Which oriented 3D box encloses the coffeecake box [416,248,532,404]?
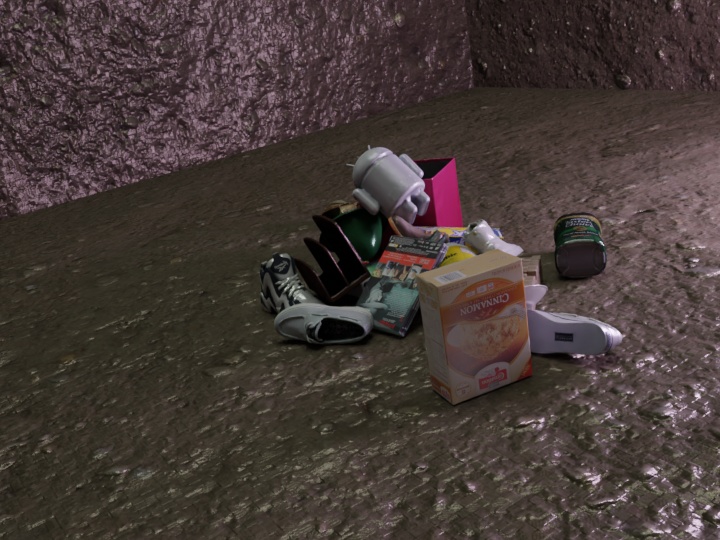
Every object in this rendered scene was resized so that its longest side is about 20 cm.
[{"bbox_3d":[0.182,0.087,1.276,0.152,0.202,0.073,-17,21,-19],"label":"coffeecake box"}]

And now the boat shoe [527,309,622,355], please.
[{"bbox_3d":[0.341,0.108,1.360,0.065,0.074,0.199,1,8,-41],"label":"boat shoe"}]

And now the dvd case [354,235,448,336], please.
[{"bbox_3d":[0.073,0.026,1.592,0.145,0.022,0.201,10,65,46],"label":"dvd case"}]

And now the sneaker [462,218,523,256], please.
[{"bbox_3d":[0.275,-0.059,1.694,0.074,0.116,0.200,-42,-10,11],"label":"sneaker"}]

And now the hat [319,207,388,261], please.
[{"bbox_3d":[0.013,-0.026,1.799,0.164,0.200,0.177,-5,60,-26],"label":"hat"}]

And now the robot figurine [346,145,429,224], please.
[{"bbox_3d":[0.062,-0.191,1.780,0.200,0.113,0.169,43,62,15],"label":"robot figurine"}]

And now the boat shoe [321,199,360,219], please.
[{"bbox_3d":[-0.027,-0.157,2.257,0.199,0.076,0.074,-4,24,40],"label":"boat shoe"}]

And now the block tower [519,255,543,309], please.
[{"bbox_3d":[0.319,0.030,1.587,0.057,0.055,0.200,-1,20,20],"label":"block tower"}]

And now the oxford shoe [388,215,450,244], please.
[{"bbox_3d":[0.146,-0.065,1.725,0.073,0.199,0.071,-49,18,18],"label":"oxford shoe"}]

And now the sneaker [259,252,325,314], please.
[{"bbox_3d":[-0.151,0.029,1.702,0.079,0.131,0.198,-23,23,-29],"label":"sneaker"}]

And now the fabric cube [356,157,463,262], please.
[{"bbox_3d":[0.123,-0.146,1.955,0.198,0.201,0.196,-1,22,23],"label":"fabric cube"}]

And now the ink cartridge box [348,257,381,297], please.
[{"bbox_3d":[0.000,0.000,1.837,0.160,0.051,0.199,-24,26,-35],"label":"ink cartridge box"}]

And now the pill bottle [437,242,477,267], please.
[{"bbox_3d":[0.194,0.013,1.609,0.110,0.112,0.200,-9,19,1],"label":"pill bottle"}]

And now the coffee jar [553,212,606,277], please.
[{"bbox_3d":[0.462,-0.058,1.716,0.103,0.086,0.200,-5,20,14],"label":"coffee jar"}]

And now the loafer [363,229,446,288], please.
[{"bbox_3d":[0.090,-0.016,1.661,0.200,0.063,0.072,-47,1,3],"label":"loafer"}]

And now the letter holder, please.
[{"bbox_3d":[-0.081,-0.032,1.697,0.100,0.143,0.200,-35,16,-10],"label":"letter holder"}]

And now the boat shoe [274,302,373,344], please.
[{"bbox_3d":[-0.076,0.105,1.546,0.199,0.071,0.072,-2,17,13],"label":"boat shoe"}]

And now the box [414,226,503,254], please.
[{"bbox_3d":[0.217,-0.057,1.815,0.198,0.065,0.070,2,21,0],"label":"box"}]

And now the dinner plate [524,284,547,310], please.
[{"bbox_3d":[0.236,0.075,1.416,0.198,0.024,0.200,-18,-18,-6],"label":"dinner plate"}]
